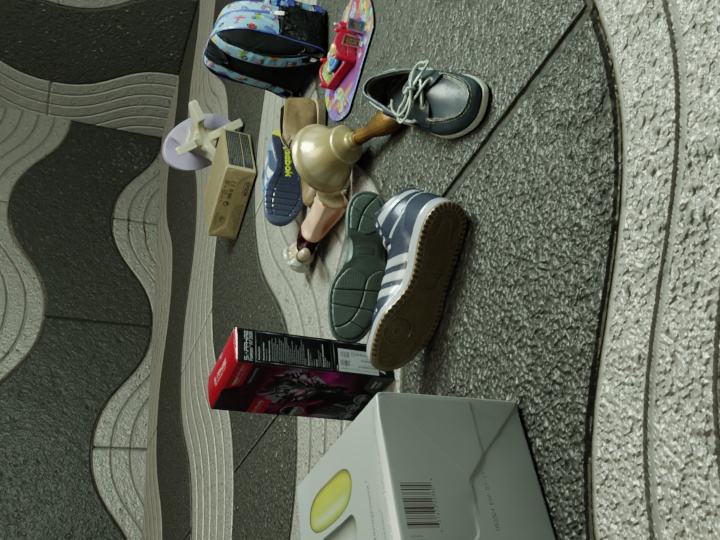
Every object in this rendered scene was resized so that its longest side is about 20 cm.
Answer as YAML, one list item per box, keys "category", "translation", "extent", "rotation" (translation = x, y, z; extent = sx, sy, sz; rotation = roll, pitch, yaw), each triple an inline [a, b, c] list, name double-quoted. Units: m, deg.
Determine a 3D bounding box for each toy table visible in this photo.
- category: "toy table"
  translation: [-0.388, -0.327, 1.878]
  extent: [0.200, 0.184, 0.117]
  rotation: [-44, 20, -22]

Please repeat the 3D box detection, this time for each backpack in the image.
- category: "backpack"
  translation: [-0.177, -0.410, 1.355]
  extent: [0.182, 0.199, 0.136]
  rotation: [143, 131, -61]

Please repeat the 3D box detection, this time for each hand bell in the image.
- category: "hand bell"
  translation: [0.000, -0.184, 1.026]
  extent: [0.200, 0.104, 0.105]
  rotation: [-20, 64, 53]

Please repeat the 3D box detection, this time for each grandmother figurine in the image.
- category: "grandmother figurine"
  translation: [-0.074, -0.061, 1.184]
  extent: [0.200, 0.060, 0.122]
  rotation: [-58, 5, 51]

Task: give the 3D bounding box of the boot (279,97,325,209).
- category: "boot"
  translation: [-0.099, -0.196, 1.258]
  extent: [0.074, 0.075, 0.201]
  rotation: [-36, 54, 58]

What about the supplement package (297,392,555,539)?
- category: "supplement package"
  translation: [0.050, 0.240, 0.654]
  extent: [0.200, 0.146, 0.192]
  rotation: [123, 147, -45]

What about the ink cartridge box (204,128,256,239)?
- category: "ink cartridge box"
  translation: [-0.309, -0.203, 1.773]
  extent: [0.165, 0.075, 0.201]
  rotation: [-105, 31, -46]

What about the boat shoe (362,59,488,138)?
- category: "boat shoe"
  translation: [0.068, -0.198, 0.854]
  extent: [0.200, 0.062, 0.075]
  rotation: [36, 109, 57]

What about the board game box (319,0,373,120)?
- category: "board game box"
  translation: [-0.038, -0.343, 1.200]
  extent: [0.158, 0.039, 0.201]
  rotation: [-120, 43, -56]

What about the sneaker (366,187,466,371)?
- category: "sneaker"
  translation: [0.045, 0.004, 0.841]
  extent: [0.108, 0.070, 0.201]
  rotation: [43, 116, 58]

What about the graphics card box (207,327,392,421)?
- category: "graphics card box"
  translation: [-0.075, 0.131, 0.924]
  extent: [0.126, 0.199, 0.051]
  rotation: [125, 146, -46]

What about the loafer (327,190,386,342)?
- category: "loafer"
  translation: [0.000, 0.000, 0.982]
  extent: [0.063, 0.071, 0.201]
  rotation: [106, 174, -76]

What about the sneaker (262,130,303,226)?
- category: "sneaker"
  translation: [-0.140, -0.154, 1.355]
  extent: [0.082, 0.073, 0.201]
  rotation: [126, 152, -52]
